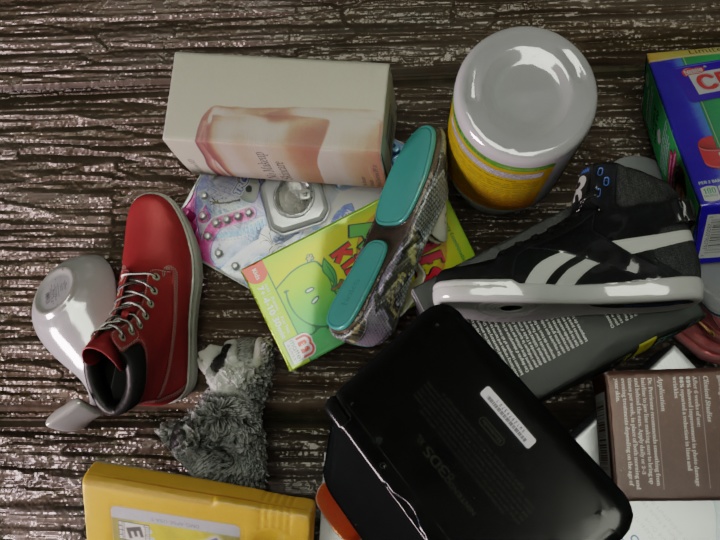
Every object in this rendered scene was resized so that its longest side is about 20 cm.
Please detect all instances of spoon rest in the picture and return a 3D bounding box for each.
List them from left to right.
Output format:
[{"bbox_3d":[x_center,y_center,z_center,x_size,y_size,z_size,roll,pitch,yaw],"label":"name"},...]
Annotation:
[{"bbox_3d":[-0.266,0.066,0.806,0.099,0.061,0.201,-32,47,12],"label":"spoon rest"}]

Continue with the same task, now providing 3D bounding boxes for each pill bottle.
[{"bbox_3d":[0.129,-0.115,0.742,0.109,0.200,0.113,0,78,2],"label":"pill bottle"}]

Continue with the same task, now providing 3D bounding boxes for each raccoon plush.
[{"bbox_3d":[-0.092,0.156,0.797,0.134,0.097,0.201,-42,105,-15],"label":"raccoon plush"}]

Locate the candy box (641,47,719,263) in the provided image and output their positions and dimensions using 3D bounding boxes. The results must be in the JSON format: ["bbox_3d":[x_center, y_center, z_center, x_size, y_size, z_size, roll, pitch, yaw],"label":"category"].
[{"bbox_3d":[0.348,-0.109,0.740,0.167,0.078,0.202,-5,47,6],"label":"candy box"}]

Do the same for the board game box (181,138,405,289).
[{"bbox_3d":[-0.066,-0.073,0.848,0.198,0.026,0.202,28,84,10],"label":"board game box"}]

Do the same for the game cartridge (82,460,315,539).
[{"bbox_3d":[-0.140,0.260,0.747,0.197,0.032,0.179,8,114,9],"label":"game cartridge"}]

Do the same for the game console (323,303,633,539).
[{"bbox_3d":[0.069,0.160,0.612,0.176,0.116,0.200,-42,61,1],"label":"game console"}]

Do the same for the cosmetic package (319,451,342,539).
[{"bbox_3d":[0.002,0.267,0.765,0.081,0.051,0.203,1,80,7],"label":"cosmetic package"}]

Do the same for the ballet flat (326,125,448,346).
[{"bbox_3d":[0.037,-0.025,0.748,0.071,0.072,0.202,24,84,10],"label":"ballet flat"}]

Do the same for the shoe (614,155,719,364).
[{"bbox_3d":[0.281,-0.011,0.777,0.071,0.092,0.201,-18,49,-9],"label":"shoe"}]

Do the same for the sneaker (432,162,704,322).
[{"bbox_3d":[0.150,-0.024,0.644,0.197,0.073,0.113,-1,74,-2],"label":"sneaker"}]

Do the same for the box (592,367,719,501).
[{"bbox_3d":[0.288,0.127,0.671,0.197,0.075,0.102,-2,78,8],"label":"box"}]

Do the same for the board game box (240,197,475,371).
[{"bbox_3d":[0.000,0.000,0.791,0.198,0.048,0.102,-27,91,-8],"label":"board game box"}]

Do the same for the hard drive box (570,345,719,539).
[{"bbox_3d":[0.246,0.192,0.739,0.200,0.077,0.156,-43,77,-2],"label":"hard drive box"}]

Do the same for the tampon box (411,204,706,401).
[{"bbox_3d":[0.160,0.040,0.738,0.198,0.150,0.127,-27,77,1],"label":"tampon box"}]

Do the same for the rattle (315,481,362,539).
[{"bbox_3d":[0.030,0.283,0.721,0.199,0.144,0.130,30,46,17],"label":"rattle"}]

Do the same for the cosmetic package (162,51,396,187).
[{"bbox_3d":[-0.069,-0.137,0.795,0.197,0.103,0.089,5,79,9],"label":"cosmetic package"}]

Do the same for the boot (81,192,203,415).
[{"bbox_3d":[-0.202,0.024,0.771,0.071,0.144,0.203,-5,86,14],"label":"boot"}]
